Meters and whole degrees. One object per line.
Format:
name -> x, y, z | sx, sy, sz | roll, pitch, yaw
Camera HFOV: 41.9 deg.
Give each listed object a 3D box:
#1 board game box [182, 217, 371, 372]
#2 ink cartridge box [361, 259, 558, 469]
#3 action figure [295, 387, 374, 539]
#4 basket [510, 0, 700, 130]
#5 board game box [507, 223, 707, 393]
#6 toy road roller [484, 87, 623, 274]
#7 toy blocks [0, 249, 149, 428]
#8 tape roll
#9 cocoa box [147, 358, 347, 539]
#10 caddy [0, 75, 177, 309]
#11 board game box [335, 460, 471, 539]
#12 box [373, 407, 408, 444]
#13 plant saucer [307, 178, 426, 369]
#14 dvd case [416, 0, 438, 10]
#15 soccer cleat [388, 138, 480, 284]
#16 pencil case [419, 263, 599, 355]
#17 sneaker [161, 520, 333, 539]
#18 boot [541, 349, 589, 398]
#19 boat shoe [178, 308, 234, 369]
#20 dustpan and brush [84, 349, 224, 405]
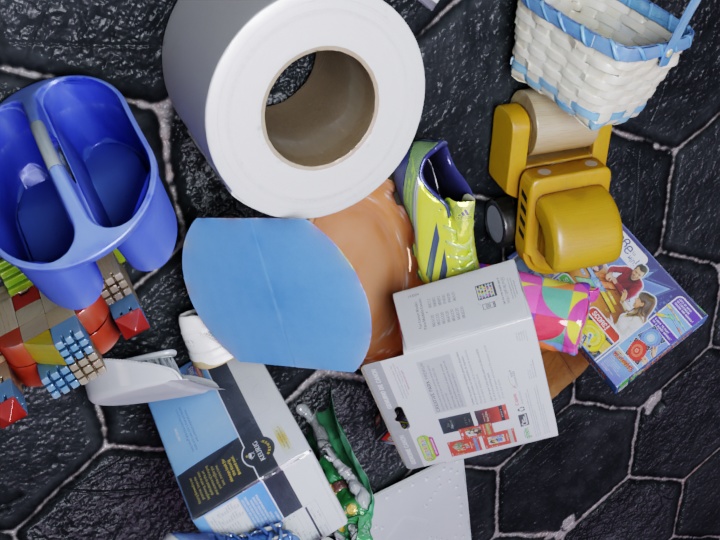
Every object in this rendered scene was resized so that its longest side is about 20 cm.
board game box -> -0.072, 0.013, 0.868 | 0.039, 0.197, 0.160 | -50, 133, -48
ink cartridge box -> 0.102, 0.105, 0.982 | 0.173, 0.085, 0.202 | -15, 134, 6
action figure -> -0.032, 0.235, 1.059 | 0.054, 0.200, 0.119 | 16, 111, -35
basket -> 0.237, -0.258, 0.916 | 0.138, 0.176, 0.202 | -23, 144, -32
board game box -> 0.286, 0.023, 1.106 | 0.135, 0.201, 0.035 | -36, 158, -3
toy road roller -> 0.221, -0.088, 1.020 | 0.121, 0.146, 0.203 | -11, 124, -15
toy blocks -> -0.272, 0.052, 0.844 | 0.198, 0.137, 0.101 | -29, 130, -10
tape roll -> -0.060, -0.166, 0.821 | 0.200, 0.139, 0.206 | -15, 126, -21
cocoa box -> -0.123, 0.191, 0.978 | 0.130, 0.200, 0.135 | -29, 131, -8
caddy -> -0.233, -0.071, 0.755 | 0.140, 0.201, 0.106 | -29, 147, -7
board game box -> 0.058, 0.356, 1.305 | 0.197, 0.026, 0.202 | -22, 128, -16
box -> 0.106, 0.151, 1.128 | 0.108, 0.035, 0.201 | 13, 137, -21
plant saucer -> 0.000, 0.000, 0.975 | 0.198, 0.037, 0.204 | 2, 88, -47
dvd case -> 0.067, -0.359, 0.848 | 0.147, 0.016, 0.202 | 22, 107, -38
soccer cleat -> 0.093, -0.040, 0.976 | 0.064, 0.083, 0.203 | -30, 101, -41
pencil case -> 0.163, 0.038, 1.059 | 0.196, 0.089, 0.090 | 11, 124, 14
sneaker -> -0.100, 0.267, 0.873 | 0.199, 0.075, 0.078 | 29, 84, -38
boot -> 0.207, 0.117, 1.226 | 0.189, 0.068, 0.200 | -48, 139, -4
boat shoe -> -0.095, 0.025, 0.971 | 0.198, 0.070, 0.070 | -30, 112, -23
dustpan and brush -> -0.243, 0.099, 0.904 | 0.196, 0.058, 0.140 | -10, 168, 4
